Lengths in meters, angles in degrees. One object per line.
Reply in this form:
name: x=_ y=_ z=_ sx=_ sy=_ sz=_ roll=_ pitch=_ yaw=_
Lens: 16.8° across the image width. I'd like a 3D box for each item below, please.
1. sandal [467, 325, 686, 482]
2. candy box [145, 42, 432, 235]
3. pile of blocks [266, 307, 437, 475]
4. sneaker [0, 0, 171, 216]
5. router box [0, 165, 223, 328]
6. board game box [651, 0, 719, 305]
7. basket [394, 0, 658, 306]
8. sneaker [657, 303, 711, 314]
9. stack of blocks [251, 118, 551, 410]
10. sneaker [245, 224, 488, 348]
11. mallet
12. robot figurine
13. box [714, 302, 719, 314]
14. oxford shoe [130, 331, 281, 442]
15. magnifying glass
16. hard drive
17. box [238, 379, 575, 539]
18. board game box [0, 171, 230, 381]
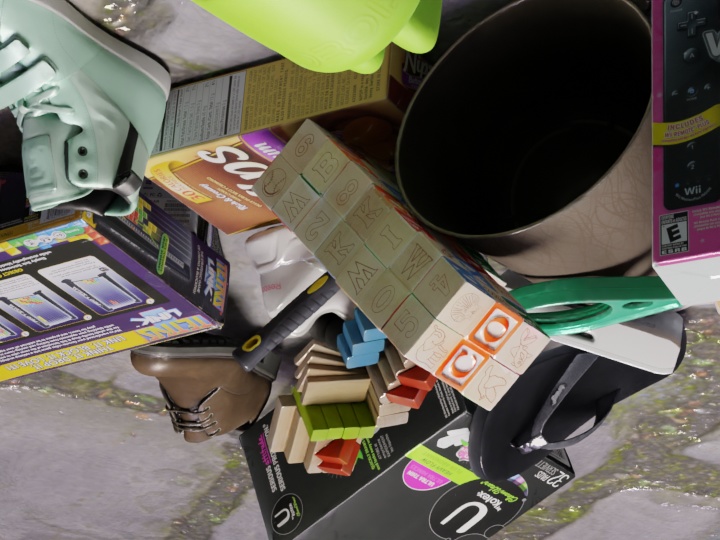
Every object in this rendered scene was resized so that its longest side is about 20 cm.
sandal: x=0.162 y=0.088 z=1.788 sx=0.043 sy=0.200 sz=0.076 roll=30 pitch=148 yaw=54
candy box: x=-0.036 y=-0.086 z=1.586 sx=0.200 sy=0.057 sz=0.117 roll=-11 pitch=150 yaw=31
pile of blocks: x=0.010 y=0.073 z=1.638 sx=0.082 sy=0.062 sz=0.200 roll=19 pitch=122 yaw=-36
sneaker: x=-0.206 y=-0.105 z=1.503 sx=0.200 sy=0.118 sz=0.074 roll=26 pitch=148 yaw=-34
router box: x=-0.203 y=-0.016 z=1.749 sx=0.200 sy=0.052 sz=0.157 roll=2 pitch=154 yaw=4
board game box: x=0.241 y=-0.091 z=1.374 sx=0.147 sy=0.200 sz=0.064 roll=-10 pitch=150 yaw=25
basket: x=0.131 y=-0.062 z=1.523 sx=0.180 sy=0.136 sz=0.200 roll=-45 pitch=152 yaw=1
sneaker: x=0.275 y=-0.012 z=1.692 sx=0.200 sy=0.075 sz=0.087 roll=-4 pitch=178 yaw=10
stack of blocks: x=0.031 y=-0.001 z=1.477 sx=0.059 sy=0.200 sz=0.115 roll=-51 pitch=133 yaw=8
sneaker: x=0.007 y=0.018 z=1.702 sx=0.200 sy=0.099 sz=0.078 roll=0 pitch=172 yaw=-35
mallet: x=0.000 y=0.000 z=1.607 sx=0.066 sy=0.200 sz=0.041 roll=38 pitch=173 yaw=43
robot figurine: x=-0.041 y=-0.183 z=1.328 sx=0.175 sy=0.116 sz=0.200 roll=-16 pitch=147 yaw=43
box: x=0.283 y=-0.065 z=1.524 sx=0.152 sy=0.106 sz=0.200 roll=-4 pitch=152 yaw=17
oxford shoe: x=-0.119 y=0.090 z=1.852 sx=0.073 sy=0.084 sz=0.200 roll=11 pitch=173 yaw=26
magnifying glass: x=0.182 y=0.016 z=1.532 sx=0.200 sy=0.022 sz=0.080 roll=-10 pitch=163 yaw=8
hard drive: x=0.156 y=0.031 z=1.680 sx=0.132 sy=0.027 sz=0.200 roll=18 pitch=-173 yaw=6
box: x=0.034 y=0.144 z=1.882 sx=0.200 sy=0.124 sz=0.149 roll=-37 pitch=136 yaw=21
board game box: x=-0.217 y=0.002 z=1.666 sx=0.200 sy=0.057 sz=0.165 roll=-14 pitch=147 yaw=28
